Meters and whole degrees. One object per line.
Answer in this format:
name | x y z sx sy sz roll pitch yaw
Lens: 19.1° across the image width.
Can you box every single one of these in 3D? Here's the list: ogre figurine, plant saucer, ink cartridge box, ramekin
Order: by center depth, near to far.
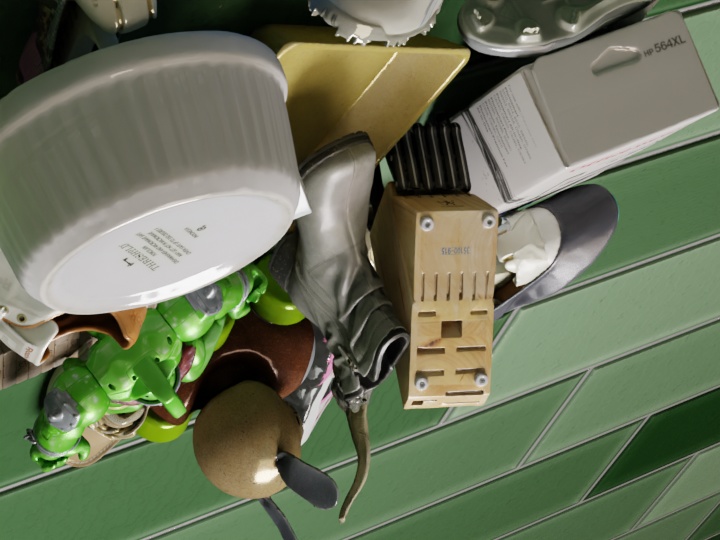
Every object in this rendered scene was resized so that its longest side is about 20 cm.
ramekin | -0.126 -0.050 1.255 0.201 0.095 0.203 -20 163 -6
ogre figurine | -0.149 0.060 1.468 0.199 0.099 0.120 -20 172 -4
plant saucer | -0.049 -0.103 1.482 0.199 0.049 0.200 -5 145 -50
ink cartridge box | 0.153 -0.110 1.613 0.145 0.085 0.200 -22 177 -23

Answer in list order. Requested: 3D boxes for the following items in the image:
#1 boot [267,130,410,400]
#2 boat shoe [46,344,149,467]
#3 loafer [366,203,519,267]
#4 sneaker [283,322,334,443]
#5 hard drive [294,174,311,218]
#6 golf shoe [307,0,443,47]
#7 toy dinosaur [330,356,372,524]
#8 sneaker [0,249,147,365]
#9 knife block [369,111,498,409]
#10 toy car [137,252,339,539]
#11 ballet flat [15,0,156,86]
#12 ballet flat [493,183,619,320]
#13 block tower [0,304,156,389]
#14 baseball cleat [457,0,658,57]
boot | 0.000 0.000 1.523 0.067 0.131 0.200 -23 156 -23
boat shoe | -0.192 0.095 1.636 0.072 0.065 0.200 15 134 -22
loafer | 0.059 -0.028 1.744 0.199 0.076 0.068 -16 158 -35
sneaker | -0.038 0.088 1.856 0.086 0.081 0.200 -29 165 -37
hard drive | -0.142 -0.051 1.395 0.199 0.027 0.132 -19 142 1
golf shoe | 0.044 -0.212 1.348 0.200 0.078 0.098 -37 158 -42
toy dinosaur | -0.004 0.087 1.667 0.047 0.201 0.088 4 147 -11
sneaker | -0.230 0.012 1.338 0.198 0.085 0.073 4 160 -9
knife block | 0.045 -0.014 1.595 0.063 0.202 0.176 -2 -168 -14
toy car | -0.077 0.120 1.697 0.157 0.201 0.165 -19 154 -31
ballet flat | -0.152 -0.147 1.223 0.069 0.071 0.200 -18 153 -31
ballet flat | 0.114 -0.003 1.671 0.200 0.074 0.073 -35 161 36
block tower | -0.211 0.029 1.525 0.199 0.054 0.058 -25 155 -22
baseball cleat | 0.151 -0.184 1.563 0.199 0.070 0.107 -20 160 -22
